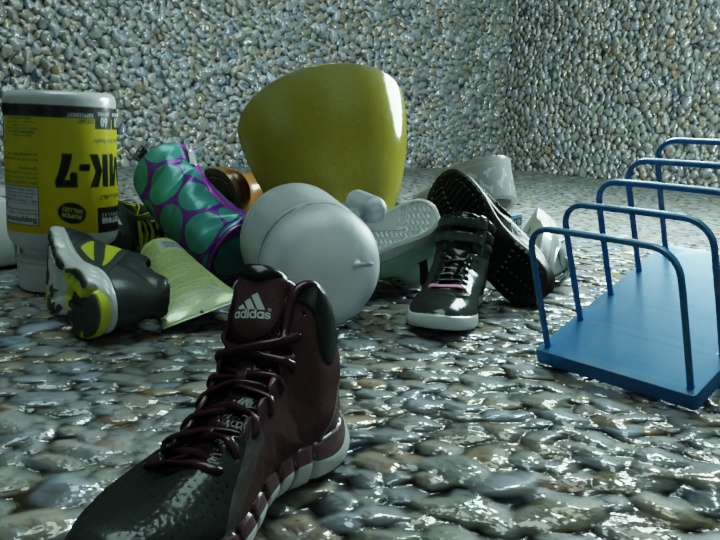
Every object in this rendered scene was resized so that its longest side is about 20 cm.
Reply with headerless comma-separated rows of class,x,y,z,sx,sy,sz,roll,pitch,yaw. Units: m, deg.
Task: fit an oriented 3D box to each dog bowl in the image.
dog bowl,0.134,-0.093,1.192,0.197,0.059,0.200,-19,-13,-4

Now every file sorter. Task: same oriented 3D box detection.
file sorter,0.244,-0.011,0.649,0.199,0.124,0.138,-32,28,-32

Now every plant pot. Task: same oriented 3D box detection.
plant pot,-0.029,-0.112,0.932,0.197,0.144,0.201,-12,-24,-6

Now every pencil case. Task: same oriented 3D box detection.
pencil case,-0.186,-0.070,0.949,0.085,0.093,0.200,16,23,-51

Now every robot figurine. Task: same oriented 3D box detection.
robot figurine,-0.050,-0.015,0.776,0.169,0.113,0.200,-42,24,-3

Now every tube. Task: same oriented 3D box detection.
tube,-0.177,0.014,0.807,0.052,0.058,0.200,32,-1,-28

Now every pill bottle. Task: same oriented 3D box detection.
pill bottle,-0.313,-0.084,0.868,0.112,0.203,0.114,2,10,0

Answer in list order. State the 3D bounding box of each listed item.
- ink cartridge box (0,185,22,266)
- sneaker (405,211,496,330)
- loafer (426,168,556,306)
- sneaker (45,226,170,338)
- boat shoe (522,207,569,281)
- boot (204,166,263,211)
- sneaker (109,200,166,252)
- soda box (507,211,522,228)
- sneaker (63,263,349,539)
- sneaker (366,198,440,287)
ink cartridge box,-0.464,-0.053,0.992,0.144,0.086,0.199,9,14,33
sneaker,0.089,-0.004,0.808,0.070,0.101,0.200,7,12,15
loafer,0.147,-0.033,0.933,0.071,0.073,0.201,15,35,-52
sneaker,-0.234,0.012,0.754,0.084,0.076,0.199,-2,20,-32
boat shoe,0.232,-0.019,1.026,0.068,0.073,0.200,30,17,1
boot,-0.120,-0.107,1.073,0.153,0.078,0.200,-20,-8,-16
sneaker,-0.276,-0.055,1.028,0.083,0.076,0.200,1,11,-10
soda box,0.134,-0.035,1.063,0.063,0.069,0.199,9,13,37
sneaker,-0.066,0.058,0.389,0.075,0.117,0.200,6,11,21
sneaker,0.000,0.000,0.916,0.198,0.075,0.119,-18,-31,3
